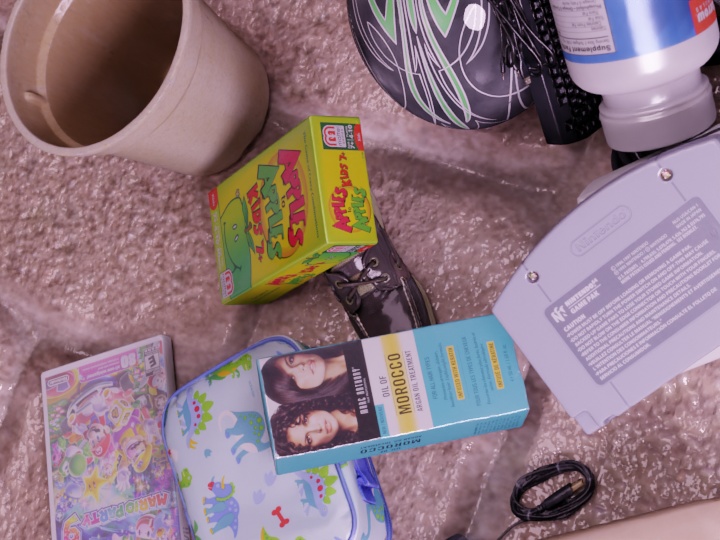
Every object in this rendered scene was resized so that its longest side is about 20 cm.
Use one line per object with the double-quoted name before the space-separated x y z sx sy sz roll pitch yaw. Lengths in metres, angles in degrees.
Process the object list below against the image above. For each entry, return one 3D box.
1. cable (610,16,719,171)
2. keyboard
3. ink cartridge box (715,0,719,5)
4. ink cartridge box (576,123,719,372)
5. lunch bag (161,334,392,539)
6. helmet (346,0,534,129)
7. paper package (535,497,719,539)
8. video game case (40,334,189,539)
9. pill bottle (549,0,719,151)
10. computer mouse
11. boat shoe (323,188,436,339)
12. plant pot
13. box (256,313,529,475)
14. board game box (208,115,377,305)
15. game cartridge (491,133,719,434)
"cable" 0.279 -0.109 1.110 0.198 0.051 0.165 10 82 31
"keyboard" 0.141 -0.184 1.093 0.104 0.202 0.039 -34 25 -28
"ink cartridge box" 0.301 -0.266 1.085 0.144 0.084 0.201 -37 47 7
"ink cartridge box" 0.271 -0.030 1.045 0.198 0.084 0.146 -24 93 23
"lunch bag" -0.066 0.165 1.215 0.160 0.082 0.202 -31 64 20
"helmet" 0.080 -0.216 1.182 0.198 0.200 0.193 -1 59 29
"paper package" 0.194 0.270 1.027 0.198 0.103 0.193 -19 69 25
"video game case" -0.221 0.172 1.339 0.142 0.018 0.203 -17 69 24
"pill bottle" 0.190 -0.193 1.051 0.111 0.112 0.202 -9 112 27
"computer mouse" 0.096 0.211 1.139 0.200 0.034 0.059 -44 59 12
"boat shoe" 0.000 0.000 1.231 0.073 0.065 0.201 -35 64 15
"plant pot" -0.180 -0.171 1.309 0.198 0.183 0.203 -8 72 28
"box" 0.023 0.094 1.149 0.197 0.049 0.083 -11 69 -5
"board game box" -0.060 -0.045 1.224 0.199 0.047 0.103 -28 67 57
"game cartridge" 0.193 0.005 1.017 0.199 0.040 0.134 -38 91 23
